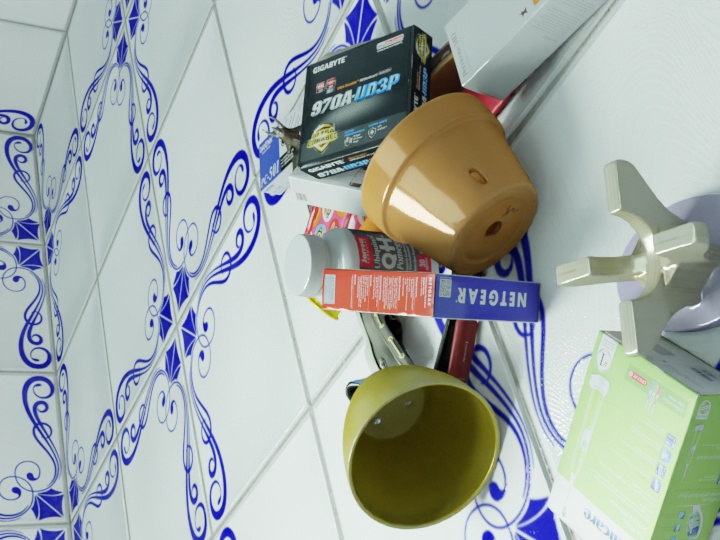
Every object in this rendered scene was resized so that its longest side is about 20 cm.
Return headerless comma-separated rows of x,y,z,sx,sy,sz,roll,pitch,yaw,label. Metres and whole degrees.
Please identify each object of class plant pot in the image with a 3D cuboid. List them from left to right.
0.058,0.199,1.343,0.142,0.197,0.203,-130,51,-62,plant pot
0.118,-0.090,1.284,0.140,0.198,0.202,49,129,32,plant pot

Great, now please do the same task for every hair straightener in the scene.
0.121,0.043,1.392,0.077,0.040,0.204,11,96,61,hair straightener

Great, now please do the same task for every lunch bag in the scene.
-0.030,-0.065,1.652,0.176,0.081,0.203,47,124,57,lunch bag

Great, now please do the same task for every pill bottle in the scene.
0.000,0.000,1.457,0.110,0.197,0.113,-12,76,58,pill bottle

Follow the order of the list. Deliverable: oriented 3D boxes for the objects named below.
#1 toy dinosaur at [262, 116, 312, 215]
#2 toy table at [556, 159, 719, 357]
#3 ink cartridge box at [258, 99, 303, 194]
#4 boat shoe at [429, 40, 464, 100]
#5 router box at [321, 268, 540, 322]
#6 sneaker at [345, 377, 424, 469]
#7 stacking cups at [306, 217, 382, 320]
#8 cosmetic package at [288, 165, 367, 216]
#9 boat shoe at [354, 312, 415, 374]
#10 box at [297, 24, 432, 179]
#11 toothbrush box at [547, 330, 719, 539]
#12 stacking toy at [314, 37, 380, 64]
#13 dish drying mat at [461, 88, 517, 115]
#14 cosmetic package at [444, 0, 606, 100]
-0.081,-0.167,1.747,0.102,0.077,0.201,35,154,37,toy dinosaur
0.288,-0.008,1.023,0.200,0.116,0.187,-41,52,51,toy table
-0.119,-0.214,1.863,0.200,0.044,0.096,-35,55,55,ink cartridge box
0.096,-0.252,1.451,0.200,0.069,0.071,-52,47,45,boat shoe
0.085,0.030,1.262,0.178,0.198,0.050,2,88,44,router box
0.034,0.222,1.477,0.200,0.088,0.079,52,130,48,sneaker
0.002,-0.025,1.552,0.201,0.060,0.060,-54,35,3,stacking cups
0.003,-0.123,1.491,0.198,0.083,0.051,13,136,30,cosmetic package
0.034,0.090,1.526,0.060,0.072,0.203,-28,36,9,boat shoe
0.005,-0.221,1.425,0.198,0.046,0.162,-11,68,41,box
0.279,0.179,1.041,0.145,0.085,0.203,37,117,56,toothbrush box
0.015,-0.227,1.576,0.146,0.145,0.203,-18,88,59,stacking toy
0.164,-0.228,1.381,0.200,0.018,0.078,-53,43,45,dish drying mat
0.194,-0.307,1.256,0.200,0.070,0.103,-43,49,41,cosmetic package
